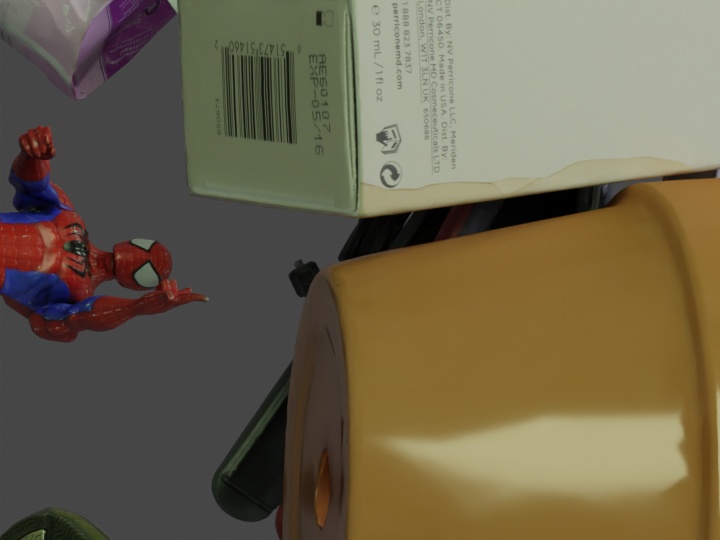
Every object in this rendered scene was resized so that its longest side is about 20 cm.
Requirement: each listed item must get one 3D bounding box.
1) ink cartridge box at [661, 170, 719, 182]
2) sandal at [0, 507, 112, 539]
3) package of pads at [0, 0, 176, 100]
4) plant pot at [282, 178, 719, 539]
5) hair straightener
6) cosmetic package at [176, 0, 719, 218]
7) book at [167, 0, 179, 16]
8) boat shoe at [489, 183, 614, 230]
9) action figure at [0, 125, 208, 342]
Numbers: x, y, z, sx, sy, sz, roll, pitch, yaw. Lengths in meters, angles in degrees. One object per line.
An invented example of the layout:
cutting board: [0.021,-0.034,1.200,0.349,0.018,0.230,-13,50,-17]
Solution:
ink cartridge box: [0.157,-0.035,0.978,0.094,0.037,0.201,15,86,-33]
sandal: [-0.055,0.164,0.893,0.201,0.080,0.057,49,23,-5]
package of pads: [-0.136,-0.171,0.990,0.200,0.076,0.121,42,69,4]
plant pot: [0.053,0.068,0.827,0.140,0.200,0.201,3,69,-10]
hair straightener: [0.000,0.000,0.953,0.077,0.041,0.200,21,83,42]
cosmetic package: [0.050,-0.066,0.870,0.199,0.103,0.073,-7,100,-33]
book: [-0.010,-0.185,0.897,0.200,0.048,0.134,-38,65,6]
boat shoe: [0.067,-0.044,0.996,0.073,0.062,0.201,11,67,-6]
action figure: [-0.133,-0.013,0.895,0.200,0.099,0.065,5,72,-41]
